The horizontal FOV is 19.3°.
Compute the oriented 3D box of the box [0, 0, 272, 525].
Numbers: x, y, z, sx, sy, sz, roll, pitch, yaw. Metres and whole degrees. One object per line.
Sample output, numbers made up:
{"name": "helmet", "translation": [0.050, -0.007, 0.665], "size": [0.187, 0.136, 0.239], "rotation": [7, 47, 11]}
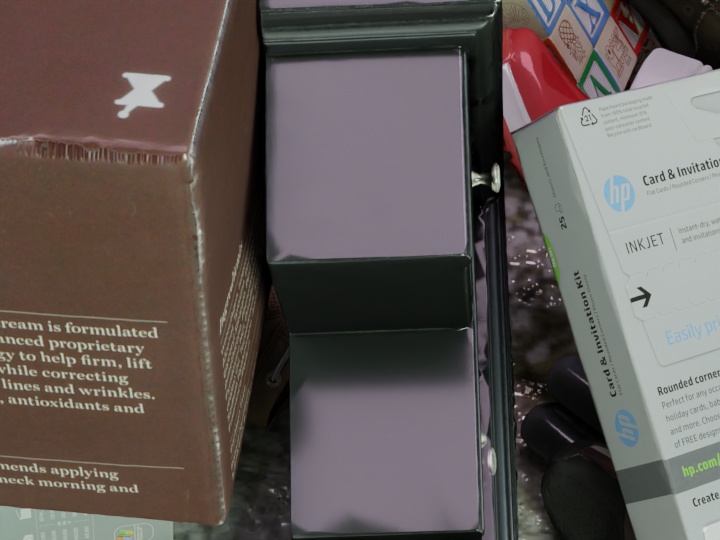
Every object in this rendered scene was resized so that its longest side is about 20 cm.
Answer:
{"name": "box", "translation": [-0.122, -0.031, 0.806], "size": [0.164, 0.201, 0.165], "rotation": [5, 46, 5]}

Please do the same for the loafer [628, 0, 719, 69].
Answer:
{"name": "loafer", "translation": [0.176, -0.150, 1.053], "size": [0.071, 0.200, 0.073], "rotation": [-18, 34, 32]}

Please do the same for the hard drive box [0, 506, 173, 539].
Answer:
{"name": "hard drive box", "translation": [-0.188, 0.064, 0.908], "size": [0.198, 0.077, 0.157], "rotation": [-8, 48, -11]}

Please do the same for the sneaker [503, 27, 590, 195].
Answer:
{"name": "sneaker", "translation": [0.145, -0.042, 0.943], "size": [0.115, 0.201, 0.078], "rotation": [-30, 14, 19]}

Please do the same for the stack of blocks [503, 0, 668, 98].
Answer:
{"name": "stack of blocks", "translation": [0.117, -0.149, 1.090], "size": [0.058, 0.115, 0.201], "rotation": [-15, 32, 37]}

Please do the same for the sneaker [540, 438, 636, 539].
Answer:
{"name": "sneaker", "translation": [0.107, 0.161, 0.846], "size": [0.115, 0.076, 0.200], "rotation": [-26, 55, -22]}

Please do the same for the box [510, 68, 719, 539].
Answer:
{"name": "box", "translation": [0.158, 0.021, 0.842], "size": [0.155, 0.041, 0.202], "rotation": [-15, 86, -31]}

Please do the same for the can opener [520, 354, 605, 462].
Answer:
{"name": "can opener", "translation": [0.163, 0.108, 0.926], "size": [0.200, 0.054, 0.067], "rotation": [38, 23, 27]}

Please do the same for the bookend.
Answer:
{"name": "bookend", "translation": [0.015, 0.022, 0.833], "size": [0.091, 0.200, 0.201], "rotation": [-2, 70, 4]}

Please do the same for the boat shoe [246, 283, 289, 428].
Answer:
{"name": "boat shoe", "translation": [0.000, 0.000, 0.990], "size": [0.072, 0.072, 0.200], "rotation": [42, 70, 17]}

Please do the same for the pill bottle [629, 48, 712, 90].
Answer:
{"name": "pill bottle", "translation": [0.219, -0.035, 1.006], "size": [0.198, 0.112, 0.112], "rotation": [23, 50, 15]}
